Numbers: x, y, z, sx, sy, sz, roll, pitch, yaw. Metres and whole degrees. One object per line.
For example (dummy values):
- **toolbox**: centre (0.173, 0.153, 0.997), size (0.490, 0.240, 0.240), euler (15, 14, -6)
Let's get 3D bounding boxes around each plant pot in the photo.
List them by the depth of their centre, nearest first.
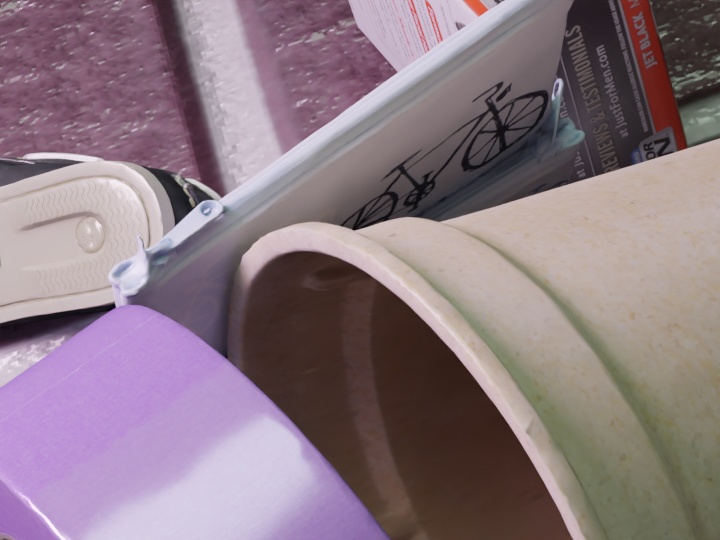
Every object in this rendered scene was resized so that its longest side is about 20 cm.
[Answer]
- **plant pot**: centre (0.090, 0.045, 0.757), size (0.183, 0.201, 0.200), euler (-26, 37, -25)

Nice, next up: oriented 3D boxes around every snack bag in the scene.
- **snack bag**: centre (0.000, 0.000, 0.836), size (0.188, 0.200, 0.021), euler (-36, 69, -20)

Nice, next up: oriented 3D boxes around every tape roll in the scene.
- **tape roll**: centre (-0.034, 0.109, 0.707), size (0.066, 0.200, 0.200), euler (-35, 41, -17)

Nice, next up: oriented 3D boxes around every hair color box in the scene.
- **hair color box**: centre (0.048, -0.104, 0.993), size (0.064, 0.111, 0.200), euler (-26, 40, -7)

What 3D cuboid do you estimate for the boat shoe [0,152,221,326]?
- **boat shoe**: centre (-0.140, -0.011, 1.018), size (0.200, 0.072, 0.068), euler (-2, 5, 32)
